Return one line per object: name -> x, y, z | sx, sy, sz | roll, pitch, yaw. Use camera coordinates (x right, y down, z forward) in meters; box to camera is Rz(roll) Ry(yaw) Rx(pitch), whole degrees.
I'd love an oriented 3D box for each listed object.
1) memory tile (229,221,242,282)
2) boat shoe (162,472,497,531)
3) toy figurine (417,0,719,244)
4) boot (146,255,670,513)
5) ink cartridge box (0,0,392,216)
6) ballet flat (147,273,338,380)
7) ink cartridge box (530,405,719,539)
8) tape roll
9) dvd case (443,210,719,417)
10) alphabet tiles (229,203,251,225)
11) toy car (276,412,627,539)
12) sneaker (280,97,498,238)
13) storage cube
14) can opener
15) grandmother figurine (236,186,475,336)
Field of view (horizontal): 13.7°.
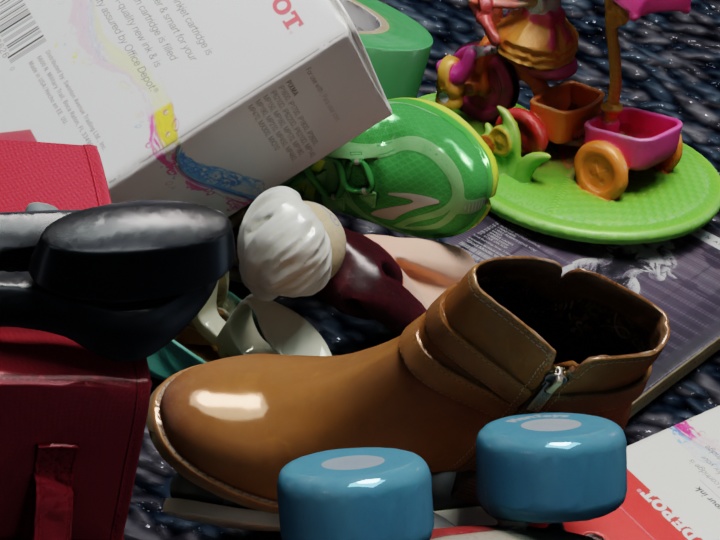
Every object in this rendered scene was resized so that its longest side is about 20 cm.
memory tile -> -0.140, -0.046, 1.564 | 0.199, 0.017, 0.153 | 6, 28, -12
boat shoe -> 0.001, 0.088, 1.364 | 0.199, 0.062, 0.073 | 1, -2, -27
toy figurine -> 0.116, -0.138, 1.634 | 0.200, 0.185, 0.150 | 25, 34, 33
boot -> 0.021, 0.047, 1.259 | 0.199, 0.155, 0.077 | 13, 60, -13
ink cartridge box -> -0.107, -0.091, 1.442 | 0.200, 0.086, 0.148 | -30, 57, -1
ballet flat -> -0.064, 0.030, 1.442 | 0.200, 0.071, 0.067 | 33, 38, 27
ink cartridge box -> 0.175, 0.127, 1.373 | 0.200, 0.067, 0.116 | -21, 45, -28
tape roll -> -0.061, -0.134, 1.657 | 0.200, 0.048, 0.200 | 17, 14, -4
dvd case -> 0.125, 0.009, 1.595 | 0.149, 0.016, 0.200 | 29, 37, 24
alphabet tiles -> -0.118, -0.069, 1.576 | 0.167, 0.008, 0.200 | 23, 29, 19
toy car -> 0.006, 0.151, 1.242 | 0.176, 0.185, 0.200 | -9, 10, -30
sneaker -> -0.027, -0.059, 1.506 | 0.200, 0.074, 0.084 | 19, 26, 18
storage cube -> -0.198, 0.058, 1.258 | 0.179, 0.171, 0.200 | 2, 35, -16
can opener -> -0.149, -0.001, 1.156 | 0.199, 0.079, 0.063 | -3, 44, -6
grandmother figurine -> 0.000, 0.000, 1.442 | 0.121, 0.061, 0.200 | 25, 1, 29
